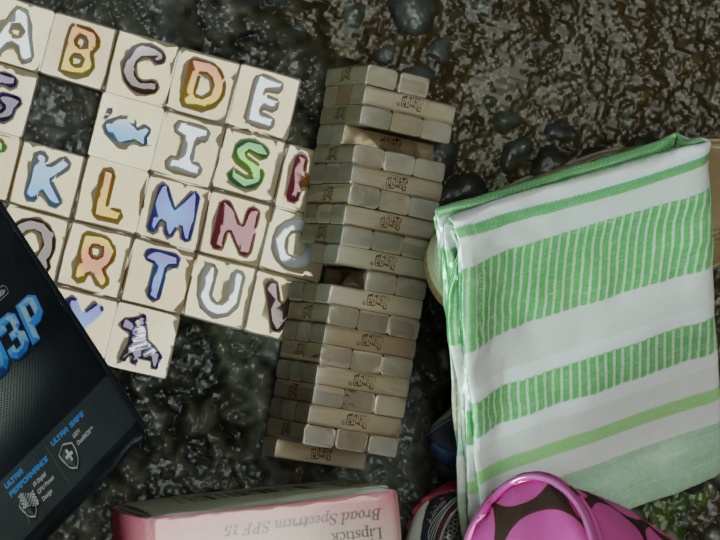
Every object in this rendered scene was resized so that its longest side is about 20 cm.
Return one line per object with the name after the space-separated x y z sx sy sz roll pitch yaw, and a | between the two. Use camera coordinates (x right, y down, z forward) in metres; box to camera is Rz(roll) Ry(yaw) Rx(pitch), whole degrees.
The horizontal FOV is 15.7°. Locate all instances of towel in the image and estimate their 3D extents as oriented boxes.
0.111 0.039 1.275 0.152 0.023 0.201 -18 122 -19 | towel

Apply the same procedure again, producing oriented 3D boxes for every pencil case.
0.135 0.167 1.292 0.091 0.094 0.200 -36 142 23 | pencil case

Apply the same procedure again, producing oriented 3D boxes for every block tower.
0.000 0.000 1.322 0.054 0.058 0.201 11 87 -23 | block tower

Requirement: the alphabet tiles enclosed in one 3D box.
-0.111 -0.034 1.323 0.199 0.008 0.168 15 84 -14 | alphabet tiles

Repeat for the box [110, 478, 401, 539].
-0.045 0.209 1.281 0.127 0.109 0.201 -6 89 -16 | box

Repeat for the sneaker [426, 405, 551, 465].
0.097 0.019 1.352 0.200 0.077 0.085 -43 89 -20 | sneaker

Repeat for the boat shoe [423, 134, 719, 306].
0.131 -0.026 1.300 0.199 0.065 0.072 -19 76 -17 | boat shoe

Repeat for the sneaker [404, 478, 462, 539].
0.083 0.201 1.334 0.080 0.075 0.201 -20 93 -15 | sneaker

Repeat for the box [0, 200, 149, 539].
-0.199 0.065 1.210 0.159 0.046 0.200 58 35 -10 | box
